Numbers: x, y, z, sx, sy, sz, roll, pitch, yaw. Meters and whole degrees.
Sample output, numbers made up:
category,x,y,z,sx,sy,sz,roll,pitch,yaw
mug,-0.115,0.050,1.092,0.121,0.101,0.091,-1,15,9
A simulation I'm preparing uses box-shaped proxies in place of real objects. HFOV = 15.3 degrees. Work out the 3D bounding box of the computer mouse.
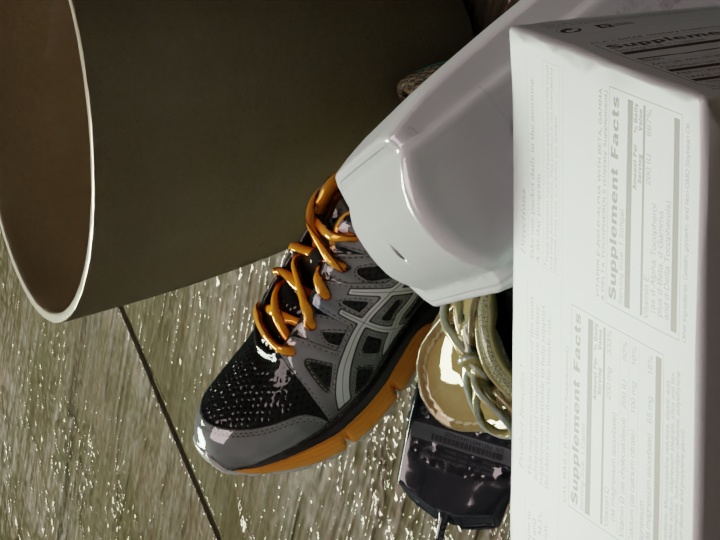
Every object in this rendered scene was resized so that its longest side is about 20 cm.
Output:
category,x,y,z,sx,sy,sz,roll,pitch,yaw
computer mouse,0.038,0.113,1.114,0.058,0.034,0.201,18,102,21

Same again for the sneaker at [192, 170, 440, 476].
category,x,y,z,sx,sy,sz,roll,pitch,yaw
sneaker,0.000,0.000,1.085,0.200,0.077,0.078,-45,37,4

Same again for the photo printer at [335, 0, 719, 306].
category,x,y,z,sx,sy,sz,roll,pitch,yaw
photo printer,0.072,-0.059,0.874,0.070,0.166,0.200,51,175,-2

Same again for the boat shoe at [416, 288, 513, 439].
category,x,y,z,sx,sy,sz,roll,pitch,yaw
boat shoe,0.071,0.019,0.970,0.200,0.063,0.074,-24,87,54

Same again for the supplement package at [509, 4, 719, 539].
category,x,y,z,sx,sy,sz,roll,pitch,yaw
supplement package,0.132,0.031,0.748,0.111,0.155,0.201,-148,54,-61

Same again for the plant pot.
category,x,y,z,sx,sy,sz,roll,pitch,yaw
plant pot,-0.054,-0.083,1.207,0.187,0.199,0.189,172,90,-69

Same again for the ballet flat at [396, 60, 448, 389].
category,x,y,z,sx,sy,sz,roll,pitch,yaw
ballet flat,0.047,0.008,1.150,0.068,0.075,0.201,162,99,-81
